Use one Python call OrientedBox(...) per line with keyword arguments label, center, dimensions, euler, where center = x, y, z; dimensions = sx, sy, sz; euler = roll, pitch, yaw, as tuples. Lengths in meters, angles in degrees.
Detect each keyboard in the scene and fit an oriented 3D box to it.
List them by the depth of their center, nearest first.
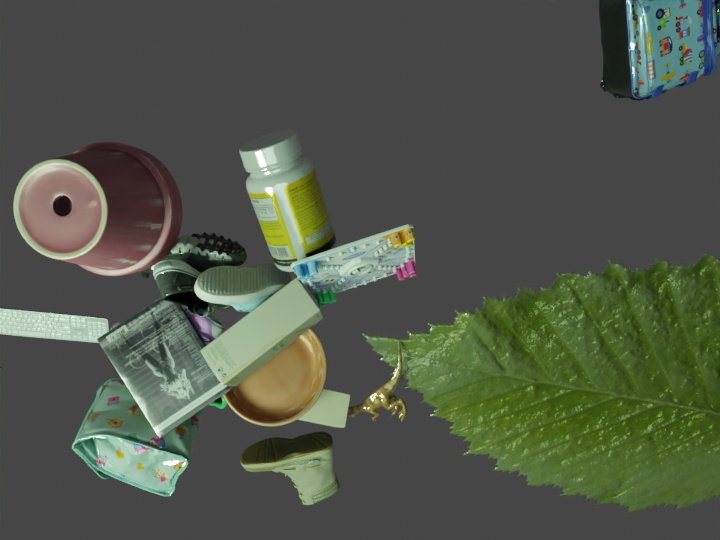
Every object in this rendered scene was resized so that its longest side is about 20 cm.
OrientedBox(label="keyboard", center=(-0.559, 0.100, 0.961), dimensions=(0.196, 0.011, 0.057), euler=(7, 114, -9))

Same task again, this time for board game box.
OrientedBox(label="board game box", center=(0.000, 0.000, 0.892), dimensions=(0.196, 0.026, 0.200), euler=(-19, 161, 1))

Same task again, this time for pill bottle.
OrientedBox(label="pill bottle", center=(-0.116, -0.112, 0.853), dimensions=(0.112, 0.115, 0.203), euler=(-16, 116, 1))

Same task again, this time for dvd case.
OrientedBox(label="dvd case", center=(-0.338, 0.162, 0.922), dimensions=(0.147, 0.016, 0.202), euler=(-32, 92, -7))

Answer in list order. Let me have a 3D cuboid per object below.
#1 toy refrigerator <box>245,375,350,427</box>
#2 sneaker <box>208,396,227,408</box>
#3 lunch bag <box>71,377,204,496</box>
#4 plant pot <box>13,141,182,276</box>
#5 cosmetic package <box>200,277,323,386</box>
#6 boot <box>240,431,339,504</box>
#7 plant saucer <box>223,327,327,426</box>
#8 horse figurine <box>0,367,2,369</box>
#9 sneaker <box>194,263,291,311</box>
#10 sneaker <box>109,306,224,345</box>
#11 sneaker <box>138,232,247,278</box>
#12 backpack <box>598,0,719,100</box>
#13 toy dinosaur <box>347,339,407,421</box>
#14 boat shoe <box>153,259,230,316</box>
OrientedBox(label="toy refrigerator", center=(-0.126, 0.252, 1.036), dimensions=(0.196, 0.076, 0.071), euler=(15, 71, -13))
OrientedBox(label="sneaker", center=(-0.332, 0.208, 0.997), dimensions=(0.196, 0.084, 0.075), euler=(16, 113, -13))
OrientedBox(label="lunch bag", center=(-0.407, 0.294, 0.980), dimensions=(0.197, 0.171, 0.123), euler=(23, 115, -16))
OrientedBox(label="plant pot", center=(-0.383, -0.087, 0.767), dimensions=(0.196, 0.179, 0.204), euler=(0, 97, 2))
OrientedBox(label="cosmetic package", center=(-0.164, 0.108, 0.914), dimensions=(0.199, 0.104, 0.074), euler=(-37, 80, -7))
OrientedBox(label="boot", center=(-0.147, 0.432, 1.134), dimensions=(0.196, 0.072, 0.157), euler=(-9, 119, -3))
OrientedBox(label="plant saucer", center=(-0.160, 0.181, 0.976), dimensions=(0.196, 0.038, 0.204), euler=(2, 73, -6))
OrientedBox(label="horse figurine", center=(-0.754, 0.132, 0.925), dimensions=(0.196, 0.050, 0.134), euler=(-4, 133, -14))
OrientedBox(label="sneaker", center=(-0.199, 0.043, 0.889), dimensions=(0.198, 0.074, 0.083), euler=(-4, 132, -54))
OrientedBox(label="sneaker", center=(-0.344, 0.100, 0.964), dimensions=(0.197, 0.073, 0.116), euler=(17, 93, -8))
OrientedBox(label="sneaker", center=(-0.292, -0.015, 0.908), dimensions=(0.196, 0.067, 0.092), euler=(4, 118, -4))
OrientedBox(label="backpack", center=(0.472, -0.367, 0.789), dimensions=(0.196, 0.135, 0.185), euler=(-18, 117, -1))
OrientedBox(label="toy dinosaur", center=(0.051, 0.251, 1.074), dimensions=(0.106, 0.061, 0.200), euler=(38, 106, -19))
OrientedBox(label="boat shoe", center=(-0.266, 0.043, 0.877), dimensions=(0.069, 0.067, 0.200), euler=(-19, 158, 7))
